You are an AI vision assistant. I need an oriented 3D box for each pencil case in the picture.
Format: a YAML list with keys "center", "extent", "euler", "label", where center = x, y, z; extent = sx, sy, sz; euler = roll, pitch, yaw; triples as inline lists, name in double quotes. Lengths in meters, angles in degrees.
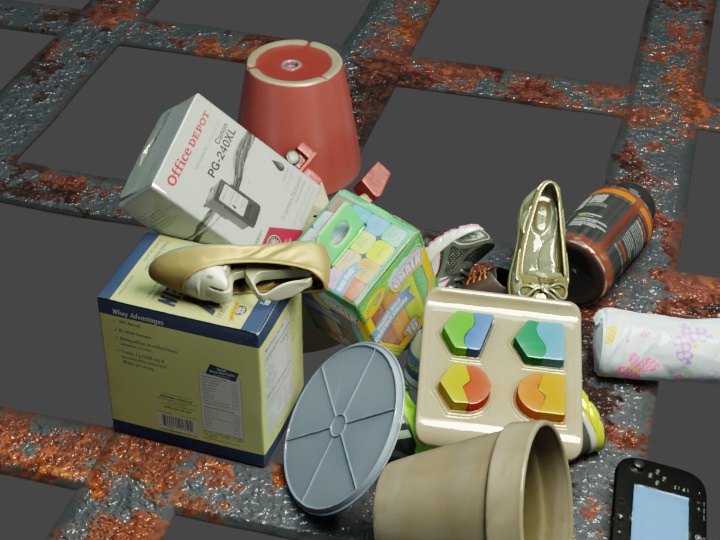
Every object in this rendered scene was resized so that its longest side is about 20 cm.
- center: [0.384, 0.093, 1.691]
  extent: [0.199, 0.091, 0.083]
  euler: [2, 37, 3]
  label: "pencil case"

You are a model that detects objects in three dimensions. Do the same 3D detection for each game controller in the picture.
- center: [0.319, 0.282, 1.478]
  extent: [0.104, 0.042, 0.200]
  euler: [7, 38, 9]
  label: "game controller"

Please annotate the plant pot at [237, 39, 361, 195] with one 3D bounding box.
- center: [-0.097, -0.231, 2.041]
  extent: [0.199, 0.178, 0.201]
  euler: [0, 37, 0]
  label: "plant pot"

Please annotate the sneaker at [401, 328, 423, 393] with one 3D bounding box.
- center: [0.152, 0.104, 1.678]
  extent: [0.199, 0.083, 0.074]
  euler: [-3, 36, -9]
  label: "sneaker"

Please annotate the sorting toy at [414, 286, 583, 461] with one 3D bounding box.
- center: [0.158, 0.110, 1.542]
  extent: [0.184, 0.037, 0.201]
  euler: [7, 55, 0]
  label: "sorting toy"

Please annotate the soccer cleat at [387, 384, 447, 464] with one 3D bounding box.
- center: [0.036, 0.174, 1.568]
  extent: [0.067, 0.081, 0.200]
  euler: [17, 26, -52]
  label: "soccer cleat"

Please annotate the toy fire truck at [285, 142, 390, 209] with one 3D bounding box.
- center: [-0.066, -0.101, 1.946]
  extent: [0.141, 0.049, 0.200]
  euler: [40, 70, -6]
  label: "toy fire truck"

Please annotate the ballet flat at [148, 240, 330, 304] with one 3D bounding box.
- center: [-0.128, 0.005, 1.488]
  extent: [0.199, 0.069, 0.063]
  euler: [-7, 52, -8]
  label: "ballet flat"

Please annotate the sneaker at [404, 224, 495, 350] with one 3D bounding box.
- center: [0.097, 0.029, 1.739]
  extent: [0.087, 0.200, 0.080]
  euler: [56, 17, 24]
  label: "sneaker"

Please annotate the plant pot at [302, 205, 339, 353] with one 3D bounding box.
- center: [-0.084, -0.008, 1.780]
  extent: [0.199, 0.135, 0.201]
  euler: [1, 37, -1]
  label: "plant pot"

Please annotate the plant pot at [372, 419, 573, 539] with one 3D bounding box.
- center: [0.111, 0.254, 1.410]
  extent: [0.173, 0.201, 0.200]
  euler: [-3, 34, 21]
  label: "plant pot"

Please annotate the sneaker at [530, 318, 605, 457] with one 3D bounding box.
- center: [0.203, 0.136, 1.602]
  extent: [0.084, 0.075, 0.200]
  euler: [-27, 69, -22]
  label: "sneaker"

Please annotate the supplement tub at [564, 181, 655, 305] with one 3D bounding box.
- center: [0.328, -0.044, 1.858]
  extent: [0.107, 0.107, 0.200]
  euler: [22, 42, 26]
  label: "supplement tub"

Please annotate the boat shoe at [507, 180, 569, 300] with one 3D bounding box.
- center: [0.228, -0.012, 1.733]
  extent: [0.073, 0.063, 0.202]
  euler: [9, 70, -3]
  label: "boat shoe"

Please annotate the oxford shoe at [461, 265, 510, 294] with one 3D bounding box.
- center: [0.150, 0.022, 1.794]
  extent: [0.199, 0.073, 0.071]
  euler: [2, 37, 2]
  label: "oxford shoe"

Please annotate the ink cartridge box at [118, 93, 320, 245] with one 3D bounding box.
- center: [-0.165, -0.089, 1.632]
  extent: [0.083, 0.200, 0.146]
  euler: [-22, 40, 50]
  label: "ink cartridge box"

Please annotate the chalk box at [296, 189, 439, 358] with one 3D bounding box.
- center: [0.000, 0.000, 1.618]
  extent: [0.124, 0.200, 0.125]
  euler: [30, 71, 29]
  label: "chalk box"

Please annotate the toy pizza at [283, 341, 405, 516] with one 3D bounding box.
- center: [-0.014, 0.176, 1.524]
  extent: [0.032, 0.200, 0.201]
  euler: [27, 23, -33]
  label: "toy pizza"

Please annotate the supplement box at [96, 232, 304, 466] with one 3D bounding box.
- center: [-0.179, 0.090, 1.592]
  extent: [0.199, 0.201, 0.134]
  euler: [12, 38, 14]
  label: "supplement box"
